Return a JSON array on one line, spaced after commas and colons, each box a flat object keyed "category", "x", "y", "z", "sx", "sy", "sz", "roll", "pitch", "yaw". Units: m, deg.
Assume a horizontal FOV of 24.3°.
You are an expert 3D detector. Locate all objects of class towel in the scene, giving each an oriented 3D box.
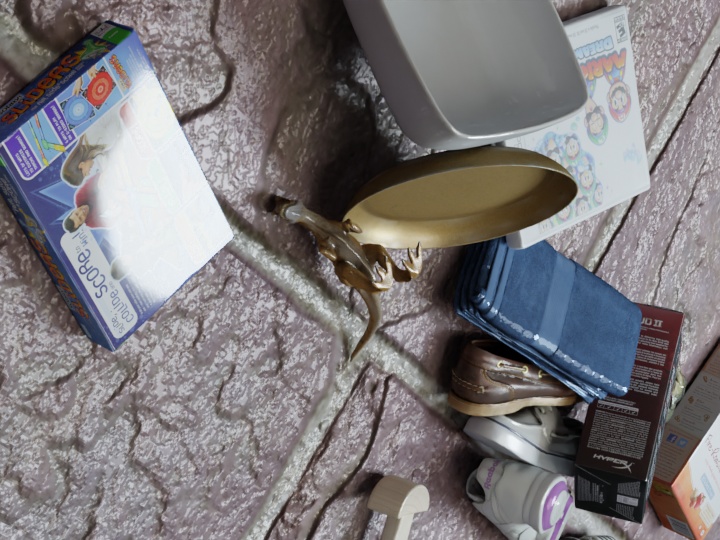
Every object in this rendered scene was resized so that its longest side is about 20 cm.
[{"category": "towel", "x": 0.177, "y": 0.036, "z": 1.572, "sx": 0.199, "sy": 0.048, "sz": 0.112, "roll": 32, "pitch": 62, "yaw": -26}]

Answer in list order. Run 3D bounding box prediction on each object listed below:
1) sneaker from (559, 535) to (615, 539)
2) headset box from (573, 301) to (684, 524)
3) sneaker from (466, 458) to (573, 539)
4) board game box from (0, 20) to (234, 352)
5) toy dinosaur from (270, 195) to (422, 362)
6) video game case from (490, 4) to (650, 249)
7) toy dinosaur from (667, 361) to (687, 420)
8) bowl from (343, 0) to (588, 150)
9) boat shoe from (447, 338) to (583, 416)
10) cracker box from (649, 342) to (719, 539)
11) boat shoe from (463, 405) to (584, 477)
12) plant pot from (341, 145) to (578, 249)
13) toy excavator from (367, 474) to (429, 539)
[{"category": "sneaker", "x": 0.251, "y": 0.386, "z": 1.836, "sx": 0.115, "sy": 0.075, "sz": 0.202, "roll": 0, "pitch": 104, "yaw": -46}, {"category": "headset box", "x": 0.272, "y": 0.133, "z": 1.683, "sx": 0.149, "sy": 0.075, "sz": 0.201, "roll": 73, "pitch": 31, "yaw": -65}, {"category": "sneaker", "x": 0.159, "y": 0.229, "z": 1.675, "sx": 0.075, "sy": 0.099, "sz": 0.200, "roll": -62, "pitch": 163, "yaw": -18}, {"category": "board game box", "x": -0.179, "y": -0.058, "z": 1.199, "sx": 0.135, "sy": 0.034, "sz": 0.201, "roll": -45, "pitch": 134, "yaw": -24}, {"category": "toy dinosaur", "x": 0.000, "y": 0.000, "z": 1.390, "sx": 0.061, "sy": 0.106, "sz": 0.200, "roll": -54, "pitch": 131, "yaw": -25}, {"category": "video game case", "x": 0.193, "y": -0.136, "z": 1.555, "sx": 0.199, "sy": 0.024, "sz": 0.183, "roll": -24, "pitch": 110, "yaw": -40}, {"category": "toy dinosaur", "x": 0.299, "y": 0.167, "z": 1.821, "sx": 0.200, "sy": 0.047, "sz": 0.088, "roll": -50, "pitch": 143, "yaw": -16}, {"category": "bowl", "x": 0.074, "y": -0.187, "z": 1.343, "sx": 0.199, "sy": 0.075, "sz": 0.201, "roll": -18, "pitch": 80, "yaw": -44}, {"category": "boat shoe", "x": 0.165, "y": 0.093, "z": 1.617, "sx": 0.199, "sy": 0.070, "sz": 0.071, "roll": -6, "pitch": 113, "yaw": -48}, {"category": "cracker box", "x": 0.408, "y": 0.197, "z": 1.941, "sx": 0.200, "sy": 0.057, "sz": 0.134, "roll": -53, "pitch": 138, "yaw": -18}, {"category": "boat shoe", "x": 0.170, "y": 0.156, "z": 1.650, "sx": 0.200, "sy": 0.072, "sz": 0.066, "roll": 25, "pitch": 86, "yaw": -51}, {"category": "plant pot", "x": 0.080, "y": -0.062, "z": 1.390, "sx": 0.199, "sy": 0.199, "sz": 0.028, "roll": 10, "pitch": 65, "yaw": -49}, {"category": "toy excavator", "x": -0.006, "y": 0.308, "z": 1.521, "sx": 0.200, "sy": 0.099, "sz": 0.196, "roll": -38, "pitch": 134, "yaw": -48}]
